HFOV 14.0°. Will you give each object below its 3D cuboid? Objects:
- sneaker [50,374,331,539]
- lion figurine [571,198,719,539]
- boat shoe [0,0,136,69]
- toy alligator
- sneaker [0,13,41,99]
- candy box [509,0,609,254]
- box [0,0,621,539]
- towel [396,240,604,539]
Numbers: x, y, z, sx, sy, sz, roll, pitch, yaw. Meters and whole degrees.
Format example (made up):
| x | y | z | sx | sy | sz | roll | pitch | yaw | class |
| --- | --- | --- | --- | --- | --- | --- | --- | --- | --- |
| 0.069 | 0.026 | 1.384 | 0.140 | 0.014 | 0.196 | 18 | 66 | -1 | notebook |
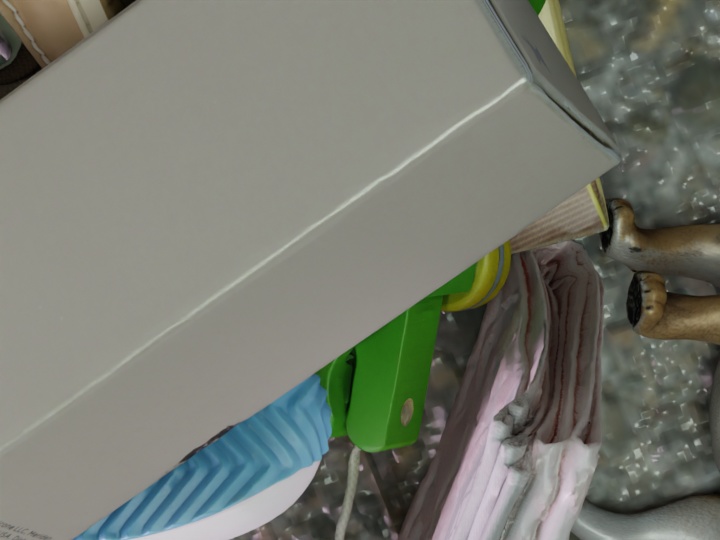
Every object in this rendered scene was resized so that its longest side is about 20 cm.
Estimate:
| x | y | z | sx | sy | sz | roll | pitch | yaw | class |
| --- | --- | --- | --- | --- | --- | --- | --- | --- | --- |
| -0.091 | 0.053 | 0.779 | 0.199 | 0.081 | 0.077 | -11 | 65 | 28 | sneaker |
| 0.124 | 0.044 | 0.838 | 0.122 | 0.073 | 0.201 | 5 | 118 | -14 | lion figurine |
| -0.094 | -0.114 | 0.709 | 0.066 | 0.074 | 0.200 | -7 | 126 | 24 | boat shoe |
| 0.000 | 0.000 | 0.762 | 0.054 | 0.059 | 0.201 | 26 | 109 | 33 | toy alligator |
| -0.157 | -0.017 | 0.763 | 0.200 | 0.070 | 0.076 | -19 | 85 | -37 | sneaker |
| -0.012 | -0.096 | 0.789 | 0.115 | 0.055 | 0.201 | -14 | 105 | 1 | candy box |
| -0.046 | -0.009 | 0.689 | 0.200 | 0.068 | 0.082 | -33 | 64 | 12 | box |
| 0.018 | 0.102 | 0.772 | 0.032 | 0.191 | 0.201 | 20 | 104 | 0 | towel |
